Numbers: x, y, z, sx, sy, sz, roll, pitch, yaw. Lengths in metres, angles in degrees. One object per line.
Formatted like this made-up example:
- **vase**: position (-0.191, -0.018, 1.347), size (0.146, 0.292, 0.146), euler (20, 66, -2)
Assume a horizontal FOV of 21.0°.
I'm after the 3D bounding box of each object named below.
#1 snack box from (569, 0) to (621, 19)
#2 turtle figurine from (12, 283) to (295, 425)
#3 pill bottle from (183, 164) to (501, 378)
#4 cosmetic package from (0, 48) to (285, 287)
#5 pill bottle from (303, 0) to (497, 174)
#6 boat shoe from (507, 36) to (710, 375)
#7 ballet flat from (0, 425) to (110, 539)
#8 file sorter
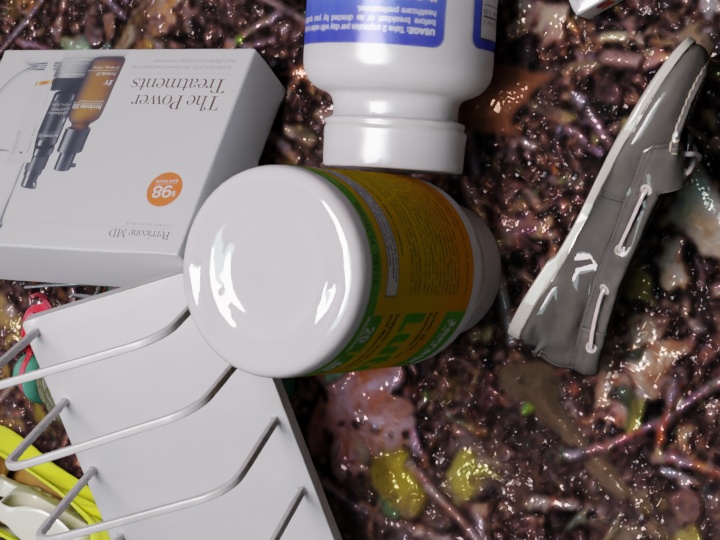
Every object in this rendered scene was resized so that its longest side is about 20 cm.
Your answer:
- **snack box**: position (0.192, -0.219, 1.074), size (0.200, 0.024, 0.072), euler (-28, 76, 26)
- **turtle figurine**: position (-0.145, 0.076, 1.226), size (0.200, 0.101, 0.150), euler (11, 101, 21)
- **pill bottle**: position (0.000, 0.000, 1.081), size (0.111, 0.200, 0.111), euler (0, 90, 29)
- **cosmetic package**: position (-0.162, -0.066, 1.221), size (0.200, 0.052, 0.151), euler (3, 63, 29)
- **pill bottle**: position (0.024, -0.158, 1.119), size (0.112, 0.112, 0.201), euler (5, 92, 29)
- **boat shoe**: position (0.153, -0.032, 1.079), size (0.057, 0.067, 0.200), euler (32, 110, 9)
- **ballet flat**: position (-0.231, 0.150, 1.288), size (0.200, 0.067, 0.067), euler (23, 102, 28)
- **file sorter**: position (-0.116, 0.117, 1.111), size (0.138, 0.125, 0.200), euler (-16, 102, 17)
